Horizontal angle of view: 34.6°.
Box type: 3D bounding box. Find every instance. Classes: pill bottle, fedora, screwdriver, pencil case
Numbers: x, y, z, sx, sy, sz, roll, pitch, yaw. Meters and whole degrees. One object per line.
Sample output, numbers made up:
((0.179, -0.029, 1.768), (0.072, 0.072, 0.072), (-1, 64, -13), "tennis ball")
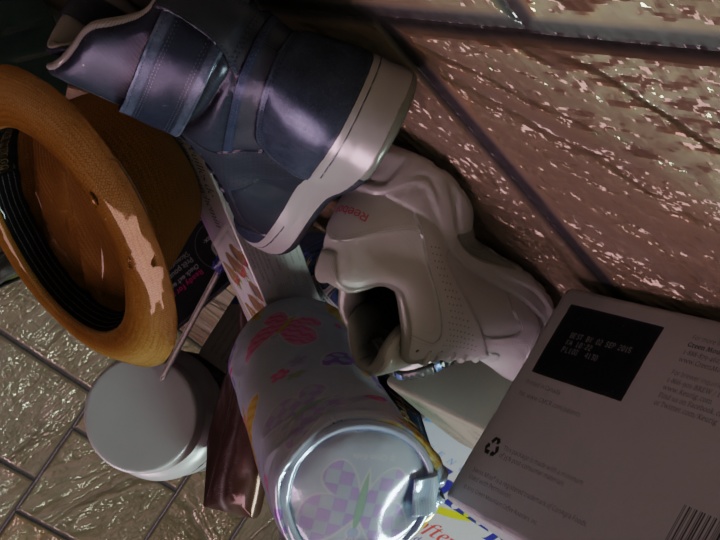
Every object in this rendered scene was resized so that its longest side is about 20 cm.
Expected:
((-0.168, 0.126, 1.023), (0.113, 0.114, 0.200), (32, 177, 7), "pill bottle")
((-0.150, -0.040, 0.674), (0.200, 0.082, 0.202), (31, 142, 28), "fedora")
((-0.116, 0.010, 0.876), (0.028, 0.200, 0.029), (-13, -124, -51), "screwdriver")
((-0.019, 0.081, 0.642), (0.200, 0.090, 0.084), (-130, 27, -68), "pencil case")

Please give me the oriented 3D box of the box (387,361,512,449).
((0.118, 0.089, 0.740), (0.095, 0.078, 0.199), (41, 168, -35), "box")

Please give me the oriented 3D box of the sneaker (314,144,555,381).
((0.035, 0.020, 0.626), (0.078, 0.100, 0.200), (19, 162, 46), "sneaker")

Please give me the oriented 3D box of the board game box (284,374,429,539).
((-0.013, 0.126, 0.868), (0.034, 0.136, 0.200), (28, -161, -19), "board game box")

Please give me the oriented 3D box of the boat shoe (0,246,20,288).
((-0.179, -0.034, 0.814), (0.073, 0.199, 0.065), (-24, 84, 61), "boat shoe")

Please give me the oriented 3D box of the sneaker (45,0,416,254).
((-0.071, -0.077, 0.538), (0.145, 0.077, 0.202), (24, 161, -10), "sneaker")

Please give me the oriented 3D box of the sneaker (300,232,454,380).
((0.000, 0.000, 0.776), (0.200, 0.075, 0.078), (25, 139, 53), "sneaker")

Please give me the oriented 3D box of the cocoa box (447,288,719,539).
((0.165, 0.109, 0.535), (0.131, 0.134, 0.200), (38, 169, -28), "cocoa box")

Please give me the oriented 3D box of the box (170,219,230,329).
((-0.179, -0.011, 0.991), (0.115, 0.132, 0.200), (49, 167, -8), "box")

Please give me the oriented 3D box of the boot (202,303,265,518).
((-0.066, 0.118, 0.863), (0.064, 0.201, 0.187), (10, -159, -23), "boot")

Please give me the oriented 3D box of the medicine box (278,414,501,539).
((0.061, 0.183, 0.947), (0.182, 0.200, 0.103), (34, -155, -20), "medicine box")

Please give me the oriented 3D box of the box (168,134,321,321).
((-0.070, -0.032, 0.704), (0.039, 0.041, 0.201), (26, 148, 41), "box")

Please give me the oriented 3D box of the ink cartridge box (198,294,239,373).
((-0.028, 0.082, 1.032), (0.199, 0.117, 0.067), (32, 177, 9), "ink cartridge box")

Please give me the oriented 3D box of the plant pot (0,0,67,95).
((-0.292, -0.120, 0.797), (0.200, 0.201, 0.196), (37, 161, -16), "plant pot")
